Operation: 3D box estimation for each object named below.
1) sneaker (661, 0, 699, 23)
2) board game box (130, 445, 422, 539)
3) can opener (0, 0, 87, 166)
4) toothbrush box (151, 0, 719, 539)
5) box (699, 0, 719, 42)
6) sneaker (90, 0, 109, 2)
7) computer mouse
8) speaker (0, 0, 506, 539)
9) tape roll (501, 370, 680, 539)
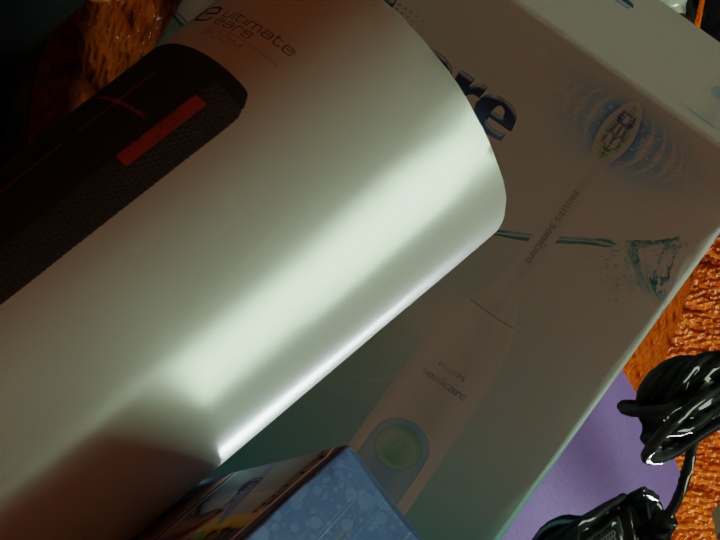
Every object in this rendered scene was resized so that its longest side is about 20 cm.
[{"bbox_3d":[0.048,-0.140,0.864,0.076,0.115,0.200,-37,131,-79],"label":"sneaker"},{"bbox_3d":[-0.079,0.100,0.627,0.135,0.034,0.200,-41,-171,-24],"label":"board game box"},{"bbox_3d":[-0.096,-0.040,0.654,0.200,0.079,0.063,101,-25,-47],"label":"can opener"},{"bbox_3d":[0.000,0.000,0.781,0.200,0.146,0.085,-55,175,21],"label":"toothbrush box"},{"bbox_3d":[0.141,-0.152,0.931,0.200,0.036,0.143,-70,168,-54],"label":"box"},{"bbox_3d":[-0.019,-0.155,0.706,0.076,0.092,0.200,35,74,-77],"label":"sneaker"},{"bbox_3d":[0.066,0.090,0.855,0.140,0.046,0.200,-16,137,-58],"label":"computer mouse"},{"bbox_3d":[-0.065,0.020,0.615,0.200,0.081,0.081,-39,157,-19],"label":"speaker"},{"bbox_3d":[0.004,0.089,0.973,0.066,0.200,0.200,60,27,-11],"label":"tape roll"}]
